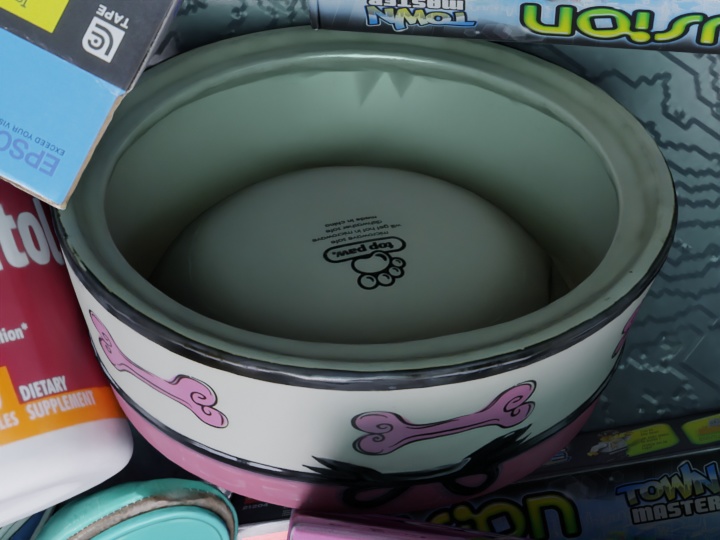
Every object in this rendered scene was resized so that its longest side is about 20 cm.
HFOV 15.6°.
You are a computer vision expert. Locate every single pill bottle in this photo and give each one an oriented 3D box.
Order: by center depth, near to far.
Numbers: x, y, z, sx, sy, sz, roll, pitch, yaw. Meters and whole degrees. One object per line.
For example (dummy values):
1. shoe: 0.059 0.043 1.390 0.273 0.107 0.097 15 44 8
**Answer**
1. pill bottle: -0.160 -0.010 0.879 0.113 0.113 0.200 -23 83 11

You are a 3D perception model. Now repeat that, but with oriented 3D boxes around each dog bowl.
1. dog bowl: 0.000 0.000 0.858 0.200 0.200 0.074 4 126 3

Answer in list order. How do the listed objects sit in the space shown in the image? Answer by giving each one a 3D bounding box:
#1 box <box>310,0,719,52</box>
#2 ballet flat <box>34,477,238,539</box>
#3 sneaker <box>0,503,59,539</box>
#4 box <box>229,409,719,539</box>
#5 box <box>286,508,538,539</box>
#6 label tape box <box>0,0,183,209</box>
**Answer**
1. box: 0.083 -0.114 0.849 0.200 0.110 0.035 4 65 4
2. ballet flat: -0.110 0.129 0.961 0.067 0.070 0.200 21 122 -23
3. sneaker: -0.162 0.107 0.959 0.076 0.077 0.200 25 106 -3
4. box: 0.058 0.120 0.969 0.200 0.035 0.110 -11 108 8
5. box: 0.057 0.135 0.828 0.176 0.200 0.097 9 86 0
6. label tape box: -0.112 -0.139 0.848 0.144 0.063 0.200 27 87 -5
